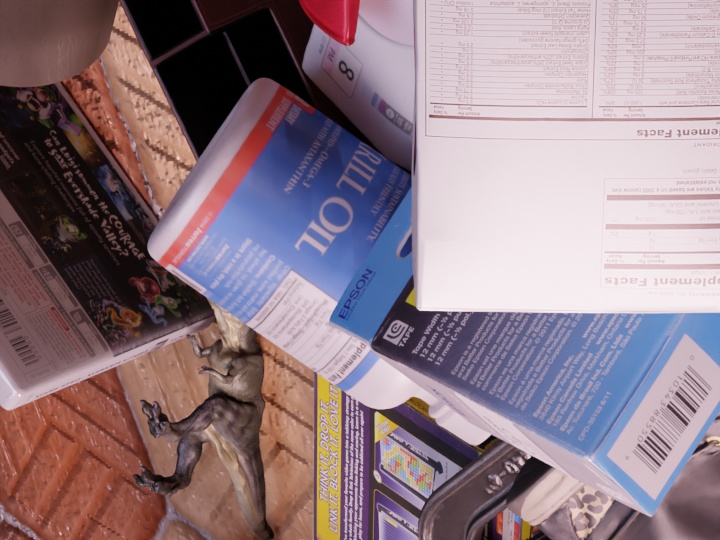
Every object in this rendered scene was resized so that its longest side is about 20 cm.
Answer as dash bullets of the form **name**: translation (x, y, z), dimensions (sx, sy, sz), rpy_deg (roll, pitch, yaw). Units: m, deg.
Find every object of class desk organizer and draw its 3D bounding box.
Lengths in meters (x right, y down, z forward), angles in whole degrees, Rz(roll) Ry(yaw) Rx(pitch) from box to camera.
- **desk organizer**: translation (-0.056, -0.104, 1.518), dimensions (0.072, 0.077, 0.201), rpy_deg (-22, 95, 54)

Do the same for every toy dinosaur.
- **toy dinosaur**: translation (-0.090, 0.094, 1.679), dimensions (0.047, 0.088, 0.201), rpy_deg (32, 135, 47)

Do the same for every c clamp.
- **c clamp**: translation (0.121, 0.149, 1.459), dimensions (0.171, 0.027, 0.200), rpy_deg (39, 127, -4)

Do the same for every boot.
- **boot**: translation (0.185, 0.105, 1.355), dimensions (0.200, 0.073, 0.151), rpy_deg (-39, 98, 26)

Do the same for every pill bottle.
- **pill bottle**: translation (0.000, 0.000, 1.449), dimensions (0.199, 0.113, 0.112), rpy_deg (34, 143, -6)

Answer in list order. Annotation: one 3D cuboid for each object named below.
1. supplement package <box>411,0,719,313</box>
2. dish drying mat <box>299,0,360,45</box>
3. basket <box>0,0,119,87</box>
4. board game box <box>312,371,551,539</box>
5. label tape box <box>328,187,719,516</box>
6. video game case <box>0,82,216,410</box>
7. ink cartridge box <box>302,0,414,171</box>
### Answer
- **supplement package**: translation (0.094, -0.116, 1.193), dimensions (0.146, 0.192, 0.201), rpy_deg (0, 122, 2)
- **dish drying mat**: translation (-0.009, -0.218, 1.380), dimensions (0.077, 0.018, 0.201), rpy_deg (-129, 42, -59)
- **basket**: translation (-0.186, -0.213, 1.568), dimensions (0.181, 0.135, 0.201), rpy_deg (56, 150, 31)
- **board game box**: translation (0.047, 0.145, 1.572), dimensions (0.165, 0.057, 0.201), rpy_deg (33, 135, 37)
- **label tape box**: translation (0.095, 0.010, 1.326), dimensions (0.066, 0.144, 0.200), rpy_deg (40, 171, -40)
- **video game case**: translation (-0.197, -0.026, 1.656), dimensions (0.200, 0.181, 0.023), rpy_deg (54, 129, 11)
- **ink cartridge box**: translation (0.064, -0.099, 1.400), dimensions (0.200, 0.057, 0.163), rpy_deg (50, 143, 25)
